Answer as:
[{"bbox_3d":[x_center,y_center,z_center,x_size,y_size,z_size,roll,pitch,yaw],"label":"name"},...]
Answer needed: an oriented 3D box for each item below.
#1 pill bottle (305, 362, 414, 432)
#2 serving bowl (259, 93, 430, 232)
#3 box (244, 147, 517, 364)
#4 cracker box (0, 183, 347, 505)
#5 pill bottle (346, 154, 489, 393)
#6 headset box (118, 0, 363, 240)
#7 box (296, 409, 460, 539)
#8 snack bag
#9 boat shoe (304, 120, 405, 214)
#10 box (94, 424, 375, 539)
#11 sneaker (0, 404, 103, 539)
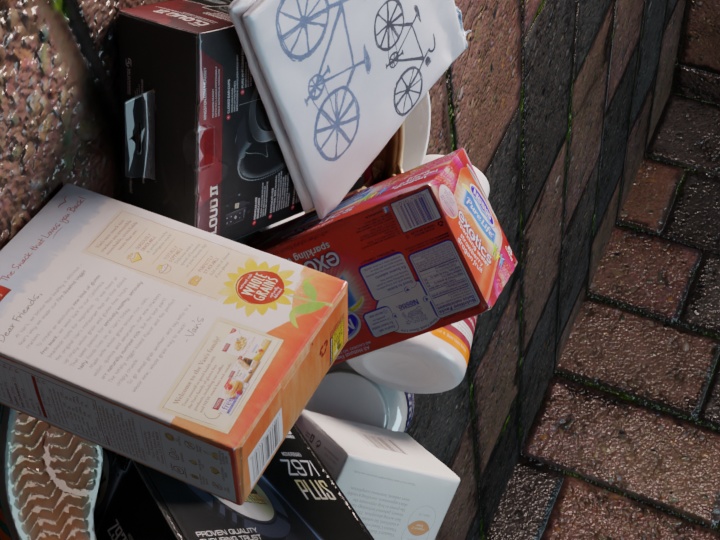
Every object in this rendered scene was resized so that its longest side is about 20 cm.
[{"bbox_3d":[-0.006,0.137,1.159,0.200,0.111,0.111,23,86,-83],"label":"pill bottle"},{"bbox_3d":[-0.031,-0.108,0.980,0.200,0.066,0.201,-26,127,-39],"label":"serving bowl"},{"bbox_3d":[0.000,0.000,0.855,0.100,0.200,0.095,63,27,-11],"label":"box"},{"bbox_3d":[-0.124,0.036,0.677,0.134,0.199,0.058,-56,157,-39],"label":"cracker box"},{"bbox_3d":[0.058,0.001,1.063,0.113,0.113,0.201,75,27,-60],"label":"pill bottle"},{"bbox_3d":[-0.080,-0.109,0.794,0.200,0.077,0.149,-26,129,-46],"label":"headset box"},{"bbox_3d":[-0.022,0.237,1.006,0.124,0.097,0.201,19,97,-33],"label":"box"},{"bbox_3d":[0.001,-0.164,0.792,0.200,0.021,0.189,-52,145,-24],"label":"snack bag"},{"bbox_3d":[0.003,-0.067,0.932,0.074,0.069,0.201,-27,128,-37],"label":"boat shoe"},{"bbox_3d":[-0.096,0.193,0.852,0.200,0.164,0.086,13,121,-50],"label":"box"},{"bbox_3d":[-0.213,0.160,0.763,0.071,0.080,0.201,-11,98,-43],"label":"sneaker"}]
